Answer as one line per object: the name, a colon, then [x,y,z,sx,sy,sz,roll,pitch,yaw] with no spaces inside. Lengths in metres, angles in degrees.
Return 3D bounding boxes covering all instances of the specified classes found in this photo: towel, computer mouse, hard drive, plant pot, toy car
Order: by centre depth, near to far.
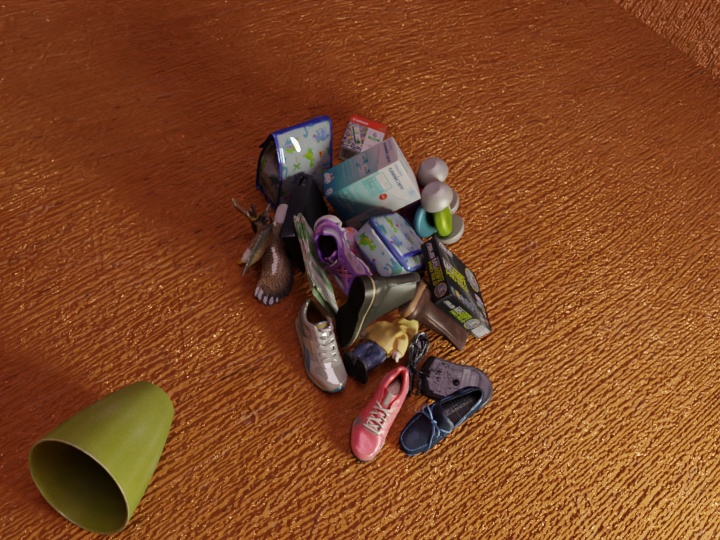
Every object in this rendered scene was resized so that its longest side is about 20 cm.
plant pot: [-0.399,0.283,1.045,0.183,0.191,0.201,26,34,5]
computer mouse: [0.180,0.226,1.329,0.194,0.053,0.142,21,73,7]
towel: [-0.087,-0.005,1.347,0.023,0.153,0.204,-22,54,8]
hard drive: [-0.123,-0.112,1.461,0.041,0.137,0.204,-6,48,19]
toy car: [0.170,-0.165,1.599,0.145,0.176,0.205,-16,50,15]

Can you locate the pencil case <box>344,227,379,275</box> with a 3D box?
pencil case: [0.000,0.000,1.441,0.085,0.088,0.203,-15,60,-27]

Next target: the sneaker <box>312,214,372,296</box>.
sneaker: [-0.043,-0.015,1.339,0.204,0.079,0.089,59,15,-7]

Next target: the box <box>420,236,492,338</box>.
box: [0.216,0.040,1.426,0.199,0.044,0.164,38,33,-43]

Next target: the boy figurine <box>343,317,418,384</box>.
boy figurine: [0.049,0.152,1.346,0.122,0.066,0.198,20,38,38]

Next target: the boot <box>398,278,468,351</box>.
boot: [0.166,0.104,1.359,0.167,0.072,0.200,48,22,1]

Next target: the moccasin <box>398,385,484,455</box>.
moccasin: [0.156,0.281,1.243,0.198,0.069,0.081,-36,73,-14]

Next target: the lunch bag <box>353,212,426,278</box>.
lunch bag: [0.082,-0.047,1.449,0.162,0.082,0.199,53,23,11]

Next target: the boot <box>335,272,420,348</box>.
boot: [0.034,0.082,1.287,0.134,0.202,0.079,-8,58,-28]

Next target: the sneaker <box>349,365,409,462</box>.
sneaker: [0.037,0.267,1.225,0.072,0.088,0.203,27,60,7]

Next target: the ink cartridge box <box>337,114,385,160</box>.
ink cartridge box: [0.012,-0.376,1.771,0.106,0.051,0.204,18,50,-2]

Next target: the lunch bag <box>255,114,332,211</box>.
lunch bag: [-0.156,-0.270,1.534,0.167,0.203,0.128,-26,62,-32]

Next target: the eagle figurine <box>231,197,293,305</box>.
eagle figurine: [-0.211,-0.047,1.391,0.148,0.153,0.202,6,38,-31]

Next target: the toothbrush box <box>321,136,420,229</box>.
toothbrush box: [0.026,-0.201,1.511,0.195,0.147,0.087,-24,51,14]

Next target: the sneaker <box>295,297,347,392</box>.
sneaker: [-0.081,0.152,1.296,0.074,0.082,0.203,-12,57,-27]
